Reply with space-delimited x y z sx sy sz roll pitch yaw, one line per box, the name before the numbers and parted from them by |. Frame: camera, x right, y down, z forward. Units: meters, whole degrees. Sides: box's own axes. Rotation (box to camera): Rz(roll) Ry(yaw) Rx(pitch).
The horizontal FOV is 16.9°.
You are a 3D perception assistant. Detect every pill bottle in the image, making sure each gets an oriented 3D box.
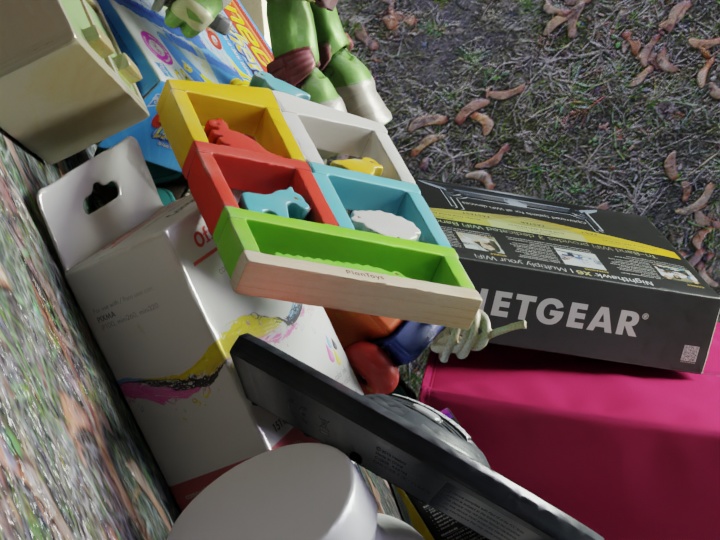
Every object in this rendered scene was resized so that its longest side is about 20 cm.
pill bottle | 0.000 0.182 1.089 0.200 0.115 0.116 61 3 -27

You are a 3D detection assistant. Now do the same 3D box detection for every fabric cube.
fabric cube | 0.131 0.142 1.498 0.200 0.198 0.197 -70 166 -70

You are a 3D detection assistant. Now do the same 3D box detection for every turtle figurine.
turtle figurine | -0.073 -0.151 1.385 0.195 0.199 0.144 68 -12 -8

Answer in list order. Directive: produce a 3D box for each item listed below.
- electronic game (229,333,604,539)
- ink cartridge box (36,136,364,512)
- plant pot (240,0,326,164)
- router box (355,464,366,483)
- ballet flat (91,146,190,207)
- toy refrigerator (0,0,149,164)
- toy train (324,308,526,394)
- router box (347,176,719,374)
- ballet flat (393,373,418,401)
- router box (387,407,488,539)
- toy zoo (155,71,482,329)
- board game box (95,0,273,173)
electronic game | 0.026 0.084 1.142 0.199 0.042 0.200 30 -3 2
ink cartridge box | -0.075 0.025 1.240 0.201 0.067 0.116 64 28 -9
plant pot | -0.098 -0.117 1.890 0.187 0.186 0.201 56 22 -78
router box | -0.044 0.119 1.573 0.150 0.062 0.200 -112 176 -47
ballet flat | -0.127 -0.031 1.448 0.200 0.067 0.076 -101 -172 -61
toy refrigerator | -0.163 -0.117 1.234 0.200 0.070 0.076 57 7 -81
toy train | 0.000 0.000 1.298 0.116 0.085 0.200 49 -30 -14
router box | 0.101 -0.001 1.486 0.157 0.199 0.052 -118 -141 -68
ballet flat | -0.023 0.042 1.510 0.064 0.067 0.200 21 -35 50
router box | 0.078 0.194 1.298 0.149 0.051 0.201 -124 -168 -52
toy zoo | -0.028 -0.044 1.242 0.021 0.131 0.200 -65 -150 27
board game box | -0.129 -0.146 1.456 0.200 0.056 0.196 57 19 24
